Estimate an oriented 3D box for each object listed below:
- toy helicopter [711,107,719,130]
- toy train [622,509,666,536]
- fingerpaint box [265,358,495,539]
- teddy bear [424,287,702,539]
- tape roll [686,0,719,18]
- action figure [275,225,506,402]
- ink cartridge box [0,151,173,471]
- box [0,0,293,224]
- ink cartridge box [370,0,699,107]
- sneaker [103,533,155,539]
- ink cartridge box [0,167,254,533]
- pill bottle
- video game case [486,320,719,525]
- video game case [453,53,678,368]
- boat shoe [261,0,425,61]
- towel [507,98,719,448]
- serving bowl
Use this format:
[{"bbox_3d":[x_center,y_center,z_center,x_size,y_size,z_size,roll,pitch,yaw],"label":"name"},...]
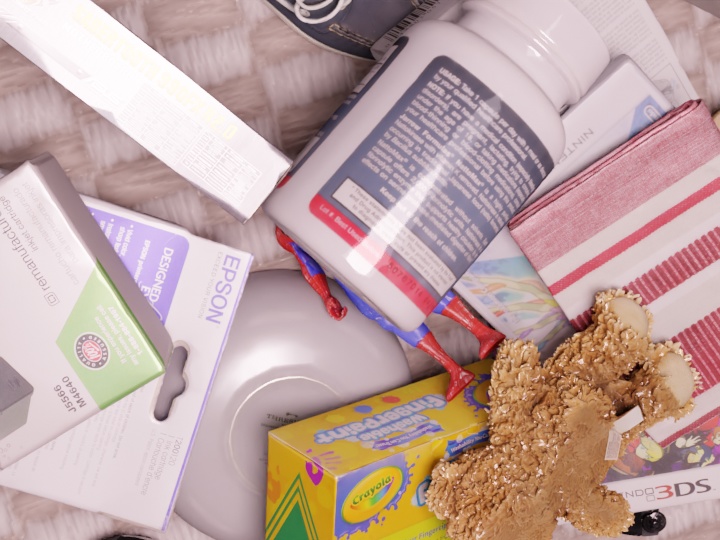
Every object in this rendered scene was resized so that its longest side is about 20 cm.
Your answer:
[{"bbox_3d":[0.264,-0.022,0.954,0.132,0.079,0.200,6,96,-3],"label":"toy helicopter"},{"bbox_3d":[0.199,0.104,0.990,0.046,0.034,0.200,-5,104,0],"label":"toy train"},{"bbox_3d":[0.033,0.166,0.888,0.200,0.073,0.167,-15,118,-39],"label":"fingerpaint box"},{"bbox_3d":[0.127,0.103,0.840,0.145,0.067,0.200,31,87,-28],"label":"teddy bear"},{"bbox_3d":[0.284,-0.233,0.851,0.203,0.203,0.139,24,95,-17],"label":"tape roll"},{"bbox_3d":[0.000,0.000,0.877,0.200,0.052,0.065,41,124,13],"label":"action figure"},{"bbox_3d":[-0.234,0.044,0.792,0.200,0.084,0.146,-32,101,1],"label":"ink cartridge box"},{"bbox_3d":[-0.142,-0.116,0.791,0.200,0.158,0.048,38,91,-17],"label":"box"},{"bbox_3d":[0.127,-0.118,0.886,0.160,0.047,0.200,-40,116,-2],"label":"ink cartridge box"},{"bbox_3d":[-0.118,0.270,0.914,0.070,0.090,0.200,-32,108,-6],"label":"sneaker"},{"bbox_3d":[-0.191,0.049,0.862,0.200,0.043,0.198,18,96,-7],"label":"ink cartridge box"},{"bbox_3d":[0.049,-0.075,0.781,0.120,0.120,0.200,42,88,-18],"label":"pill bottle"},{"bbox_3d":[0.190,0.074,0.946,0.181,0.036,0.200,-11,104,9],"label":"video game case"},{"bbox_3d":[0.168,-0.010,0.877,0.182,0.022,0.200,-42,109,13],"label":"video game case"},{"bbox_3d":[-0.030,-0.195,0.852,0.200,0.062,0.075,34,87,-20],"label":"boat shoe"},{"bbox_3d":[0.203,0.007,0.864,0.144,0.023,0.200,-33,111,8],"label":"towel"},{"bbox_3d":[-0.053,0.104,0.909,0.200,0.066,0.200,-3,103,-13],"label":"serving bowl"}]
